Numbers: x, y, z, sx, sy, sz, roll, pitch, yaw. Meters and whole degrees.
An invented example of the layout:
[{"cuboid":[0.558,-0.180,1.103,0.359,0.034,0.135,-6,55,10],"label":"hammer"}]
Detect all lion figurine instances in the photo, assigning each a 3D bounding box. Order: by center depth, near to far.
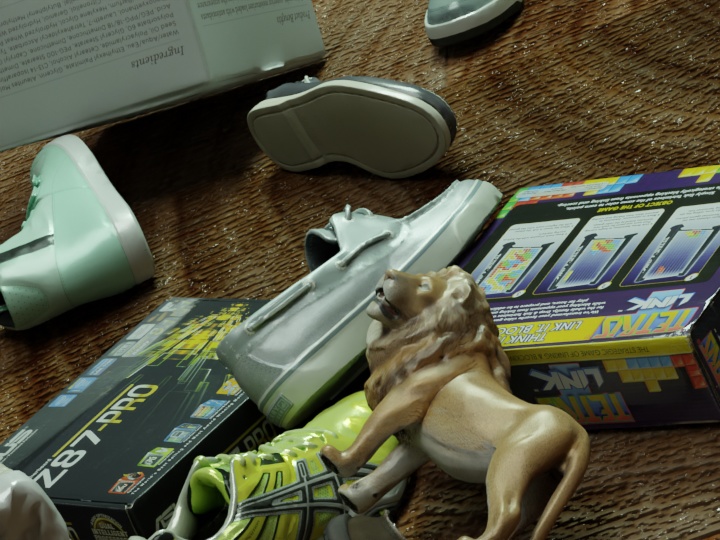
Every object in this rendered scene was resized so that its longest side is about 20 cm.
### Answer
[{"cuboid":[0.058,0.078,1.436,0.122,0.073,0.200,-42,48,-14],"label":"lion figurine"}]

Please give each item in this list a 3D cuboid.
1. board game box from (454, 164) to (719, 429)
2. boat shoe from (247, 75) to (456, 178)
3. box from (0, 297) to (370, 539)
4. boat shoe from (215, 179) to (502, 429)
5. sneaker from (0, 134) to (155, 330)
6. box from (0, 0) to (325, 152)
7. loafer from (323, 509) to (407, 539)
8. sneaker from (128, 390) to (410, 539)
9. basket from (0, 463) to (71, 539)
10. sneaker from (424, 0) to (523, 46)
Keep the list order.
[{"cuboid":[0.133,0.014,1.549,0.199,0.057,0.165,-5,32,41],"label":"board game box"},{"cuboid":[0.003,-0.104,1.923,0.063,0.073,0.200,-42,22,-27],"label":"boat shoe"},{"cuboid":[-0.106,0.087,1.655,0.161,0.049,0.200,-1,32,47],"label":"box"},{"cuboid":[-0.001,0.001,1.615,0.201,0.071,0.070,-43,-7,-34],"label":"boat shoe"},{"cuboid":[-0.218,-0.025,1.974,0.118,0.074,0.200,-24,24,-11],"label":"sneaker"},{"cuboid":[-0.161,-0.175,2.095,0.199,0.131,0.199,-15,3,25],"label":"box"},{"cuboid":[0.036,0.162,1.332,0.071,0.073,0.200,-16,24,-10],"label":"loafer"},{"cuboid":[-0.041,0.114,1.492,0.075,0.077,0.200,-9,27,39],"label":"sneaker"},{"cuboid":[-0.200,0.199,1.321,0.199,0.199,0.161,-31,21,-12],"label":"basket"},{"cuboid":[0.075,-0.247,2.090,0.083,0.121,0.200,-14,25,25],"label":"sneaker"}]
